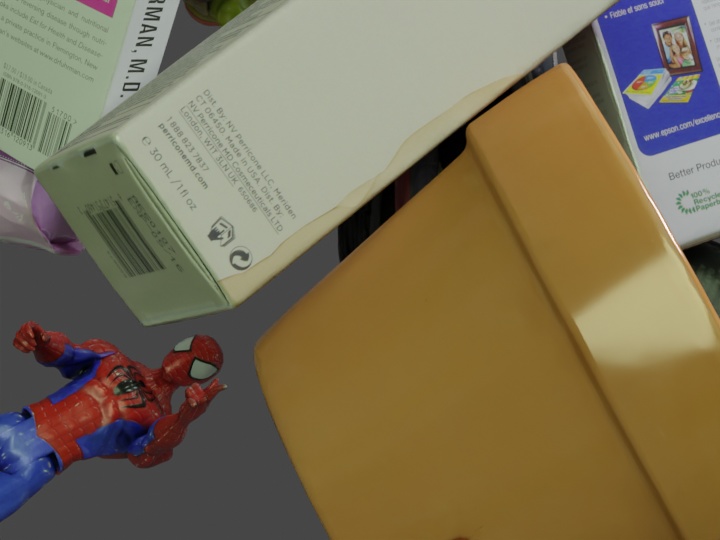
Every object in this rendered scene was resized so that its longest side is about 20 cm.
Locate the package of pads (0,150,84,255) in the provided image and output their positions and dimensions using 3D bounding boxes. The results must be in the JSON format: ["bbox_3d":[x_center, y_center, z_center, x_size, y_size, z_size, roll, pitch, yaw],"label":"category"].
[{"bbox_3d":[-0.194,-0.085,1.087,0.199,0.076,0.121,13,80,13],"label":"package of pads"}]

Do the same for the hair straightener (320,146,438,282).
[{"bbox_3d":[0.000,0.000,1.025,0.077,0.041,0.201,-1,94,53],"label":"hair straightener"}]

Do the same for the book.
[{"bbox_3d":[-0.113,-0.146,0.967,0.133,0.048,0.201,30,111,31],"label":"book"}]

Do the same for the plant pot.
[{"bbox_3d":[0.055,0.050,0.891,0.140,0.200,0.200,-28,72,3],"label":"plant pot"}]

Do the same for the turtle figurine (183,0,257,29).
[{"bbox_3d":[-0.060,-0.145,1.040,0.064,0.161,0.201,-8,63,-6],"label":"turtle figurine"}]

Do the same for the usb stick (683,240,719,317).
[{"bbox_3d":[0.185,0.038,1.008,0.200,0.033,0.056,22,86,15],"label":"usb stick"}]

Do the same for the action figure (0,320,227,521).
[{"bbox_3d":[-0.129,0.063,0.999,0.200,0.099,0.065,-27,76,-28],"label":"action figure"}]

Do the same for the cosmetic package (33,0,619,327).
[{"bbox_3d":[-0.007,-0.069,0.930,0.200,0.103,0.073,-38,100,-20],"label":"cosmetic package"}]

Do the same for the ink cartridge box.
[{"bbox_3d":[0.118,-0.111,1.010,0.094,0.037,0.201,-18,92,-21],"label":"ink cartridge box"}]

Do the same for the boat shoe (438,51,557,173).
[{"bbox_3d":[0.042,-0.077,1.049,0.073,0.062,0.201,-20,71,7],"label":"boat shoe"}]
